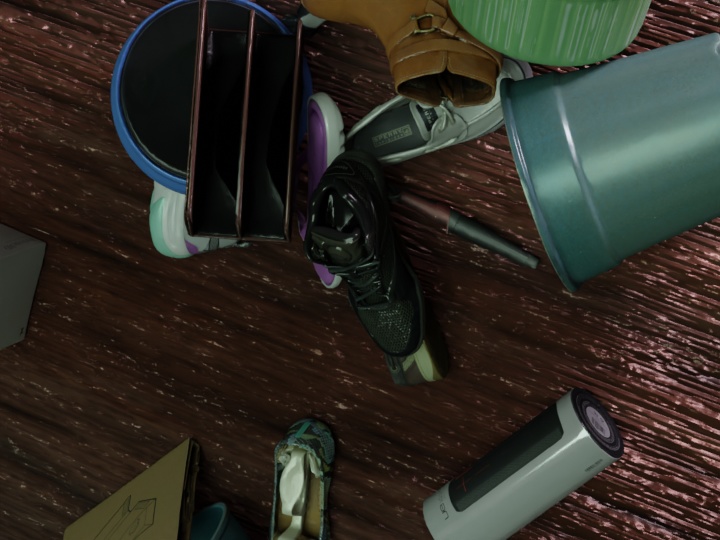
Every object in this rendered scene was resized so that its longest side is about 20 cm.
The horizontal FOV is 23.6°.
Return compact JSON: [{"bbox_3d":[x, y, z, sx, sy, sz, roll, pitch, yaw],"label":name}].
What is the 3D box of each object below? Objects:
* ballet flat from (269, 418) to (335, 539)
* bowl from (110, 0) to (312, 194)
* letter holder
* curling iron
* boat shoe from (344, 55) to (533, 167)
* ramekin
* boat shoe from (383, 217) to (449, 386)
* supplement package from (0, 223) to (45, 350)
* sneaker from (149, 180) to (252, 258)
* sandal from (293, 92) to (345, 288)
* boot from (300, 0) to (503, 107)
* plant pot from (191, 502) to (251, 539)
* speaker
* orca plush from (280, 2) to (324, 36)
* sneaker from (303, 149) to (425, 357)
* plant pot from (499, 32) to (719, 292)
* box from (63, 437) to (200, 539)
[{"bbox_3d":[-0.068,0.253,1.772,0.073,0.074,0.202,6,104,20],"label":"ballet flat"},{"bbox_3d":[-0.145,-0.173,1.679,0.198,0.039,0.203,0,84,-2],"label":"bowl"},{"bbox_3d":[-0.106,-0.136,1.585,0.099,0.142,0.203,4,83,-2],"label":"letter holder"},{"bbox_3d":[0.079,-0.045,1.654,0.198,0.050,0.026,26,122,-4],"label":"curling iron"},{"bbox_3d":[0.068,-0.149,1.636,0.198,0.066,0.073,-18,94,23],"label":"boat shoe"},{"bbox_3d":[0.168,-0.267,1.502,0.198,0.200,0.098,23,135,15],"label":"ramekin"},{"bbox_3d":[0.023,0.021,1.687,0.065,0.072,0.203,-21,97,18],"label":"boat shoe"},{"bbox_3d":[-0.458,-0.001,1.839,0.198,0.121,0.121,22,108,15],"label":"supplement package"},{"bbox_3d":[-0.148,-0.116,1.728,0.138,0.078,0.202,-4,107,18],"label":"sneaker"},{"bbox_3d":[-0.047,-0.077,1.674,0.049,0.083,0.205,-11,120,-18],"label":"sandal"},{"bbox_3d":[0.036,-0.210,1.559,0.198,0.156,0.077,5,142,2],"label":"boot"},{"bbox_3d":[-0.145,0.376,1.770,0.200,0.200,0.188,-40,100,23],"label":"plant pot"},{"bbox_3d":[0.156,0.202,1.669,0.200,0.081,0.081,-39,86,24],"label":"speaker"},{"bbox_3d":[0.014,-0.294,1.644,0.105,0.072,0.200,26,131,-33],"label":"orca plush"},{"bbox_3d":[0.000,0.000,1.591,0.075,0.114,0.201,-7,108,25],"label":"sneaker"},{"bbox_3d":[0.247,-0.106,1.517,0.194,0.200,0.202,-18,94,16],"label":"plant pot"},{"bbox_3d":[-0.247,0.284,1.804,0.199,0.164,0.021,-37,119,24],"label":"box"}]
